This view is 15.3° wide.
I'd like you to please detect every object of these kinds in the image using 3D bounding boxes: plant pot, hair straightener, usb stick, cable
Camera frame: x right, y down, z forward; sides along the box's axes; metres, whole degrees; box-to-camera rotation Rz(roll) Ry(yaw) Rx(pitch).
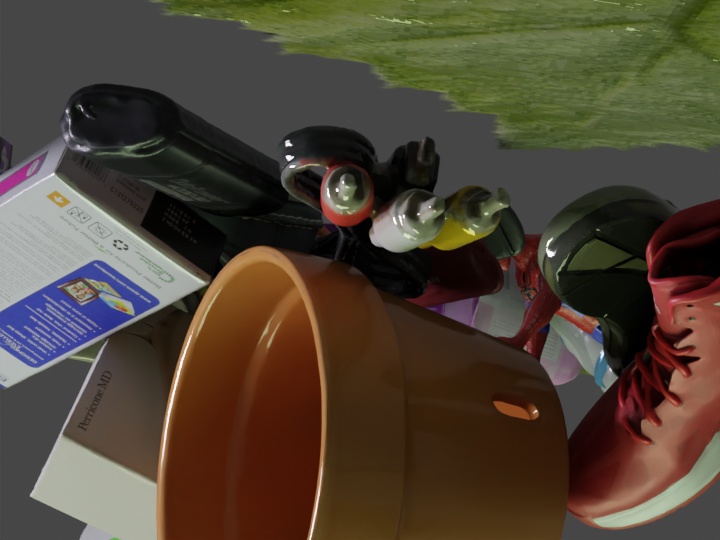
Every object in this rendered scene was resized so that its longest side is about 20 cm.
[{"bbox_3d":[0.004,0.097,1.238,0.140,0.201,0.200,8,176,-25],"label":"plant pot"},{"bbox_3d":[0.000,0.000,1.357,0.200,0.041,0.077,-19,-156,37],"label":"hair straightener"},{"bbox_3d":[-0.079,-0.051,1.192,0.055,0.033,0.200,0,173,14],"label":"usb stick"},{"bbox_3d":[0.001,-0.015,1.193,0.097,0.050,0.200,9,161,-7],"label":"cable"}]

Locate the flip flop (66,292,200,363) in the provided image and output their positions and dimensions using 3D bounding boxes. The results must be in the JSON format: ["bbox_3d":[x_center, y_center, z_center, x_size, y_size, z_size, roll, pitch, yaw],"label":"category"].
[{"bbox_3d":[-0.184,0.023,1.419,0.199,0.081,0.058,9,-152,0],"label":"flip flop"}]

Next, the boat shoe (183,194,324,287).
[{"bbox_3d":[-0.086,-0.021,1.377,0.073,0.062,0.200,8,178,-34],"label":"boat shoe"}]

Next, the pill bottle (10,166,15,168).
[{"bbox_3d":[-0.233,-0.011,1.497,0.199,0.107,0.106,8,175,-2],"label":"pill bottle"}]

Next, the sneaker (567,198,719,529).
[{"bbox_3d":[0.136,0.030,1.180,0.115,0.200,0.078,26,-152,-41],"label":"sneaker"}]

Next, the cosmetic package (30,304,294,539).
[{"bbox_3d":[-0.054,0.104,1.365,0.200,0.104,0.073,26,144,-6],"label":"cosmetic package"}]

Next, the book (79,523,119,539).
[{"bbox_3d":[-0.052,0.119,1.500,0.199,0.048,0.134,-21,-174,8],"label":"book"}]

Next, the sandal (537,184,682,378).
[{"bbox_3d":[0.125,-0.006,1.225,0.057,0.080,0.201,54,-176,26],"label":"sandal"}]

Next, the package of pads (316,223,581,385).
[{"bbox_3d":[0.048,0.021,1.572,0.120,0.076,0.200,3,174,23],"label":"package of pads"}]

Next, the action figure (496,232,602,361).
[{"bbox_3d":[0.126,0.053,1.409,0.200,0.099,0.065,38,162,-11],"label":"action figure"}]

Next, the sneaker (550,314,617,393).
[{"bbox_3d":[0.153,0.023,1.555,0.087,0.075,0.200,41,-171,11],"label":"sneaker"}]

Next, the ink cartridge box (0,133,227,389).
[{"bbox_3d":[-0.159,-0.002,1.325,0.095,0.037,0.200,37,142,-22],"label":"ink cartridge box"}]

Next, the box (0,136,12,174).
[{"bbox_3d":[-0.254,-0.068,1.294,0.142,0.036,0.200,7,177,2],"label":"box"}]

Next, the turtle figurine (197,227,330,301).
[{"bbox_3d":[-0.081,0.034,1.487,0.064,0.162,0.200,28,173,-38],"label":"turtle figurine"}]
